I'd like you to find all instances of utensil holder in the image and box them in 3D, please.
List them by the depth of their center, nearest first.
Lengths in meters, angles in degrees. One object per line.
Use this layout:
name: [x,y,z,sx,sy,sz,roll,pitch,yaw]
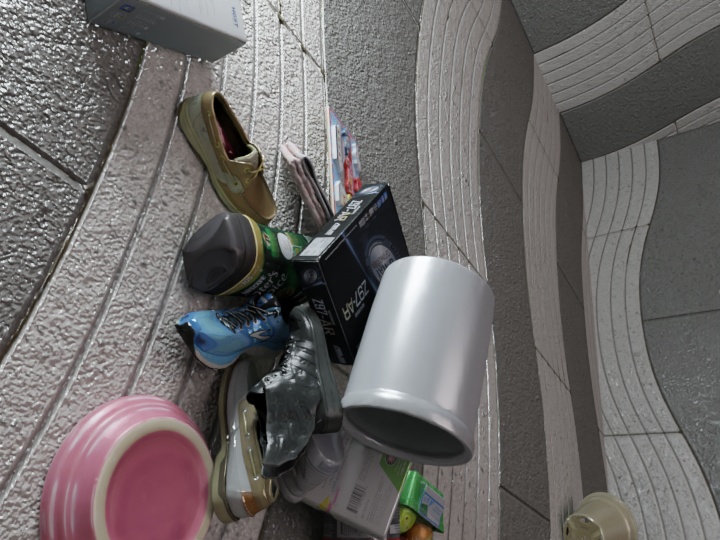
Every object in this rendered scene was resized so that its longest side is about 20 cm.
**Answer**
utensil holder: [0.077,0.111,0.727,0.170,0.166,0.204,48,50,-38]

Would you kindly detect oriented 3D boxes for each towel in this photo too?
towel: [-0.063,-0.091,0.888,0.191,0.032,0.204,-125,-169,-70]

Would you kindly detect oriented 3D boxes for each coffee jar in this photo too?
coffee jar: [-0.131,-0.010,0.771,0.198,0.103,0.087,14,51,-55]

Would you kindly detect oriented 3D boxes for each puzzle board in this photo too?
puzzle board: [-0.024,-0.167,1.046,0.150,0.017,0.206,36,48,-68]

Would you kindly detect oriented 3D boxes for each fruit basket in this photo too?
fruit basket: [0.073,0.440,0.956,0.186,0.092,0.204,49,45,-38]

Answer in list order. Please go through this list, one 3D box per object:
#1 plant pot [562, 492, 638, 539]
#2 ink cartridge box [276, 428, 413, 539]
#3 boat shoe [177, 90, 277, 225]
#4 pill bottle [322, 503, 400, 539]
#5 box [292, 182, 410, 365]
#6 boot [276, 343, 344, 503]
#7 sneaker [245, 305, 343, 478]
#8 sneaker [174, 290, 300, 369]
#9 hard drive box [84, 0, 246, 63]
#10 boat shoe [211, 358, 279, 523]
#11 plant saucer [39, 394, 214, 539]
plant pot: [0.720,0.802,1.803,0.180,0.198,0.207,9,71,-44]
ink cartridge box: [-0.037,0.257,0.782,0.068,0.195,0.119,87,27,-62]
boat shoe: [-0.168,-0.147,0.797,0.202,0.065,0.075,57,37,-29]
pill bottle: [0.001,0.306,0.863,0.115,0.113,0.206,27,57,-51]
box: [0.000,0.000,0.798,0.201,0.043,0.164,-49,130,-45]
boot: [-0.084,0.184,0.742,0.073,0.096,0.202,29,27,-33]
sneaker: [-0.084,0.127,0.669,0.101,0.061,0.203,-3,51,-24]
sneaker: [-0.144,0.058,0.723,0.079,0.090,0.199,46,19,19]
hard drive box: [-0.247,-0.374,0.741,0.198,0.075,0.161,-5,84,-58]
boat shoe: [-0.128,0.191,0.696,0.076,0.066,0.204,67,11,-47]
plant saucer: [-0.218,0.231,0.598,0.199,0.050,0.207,29,55,-52]
